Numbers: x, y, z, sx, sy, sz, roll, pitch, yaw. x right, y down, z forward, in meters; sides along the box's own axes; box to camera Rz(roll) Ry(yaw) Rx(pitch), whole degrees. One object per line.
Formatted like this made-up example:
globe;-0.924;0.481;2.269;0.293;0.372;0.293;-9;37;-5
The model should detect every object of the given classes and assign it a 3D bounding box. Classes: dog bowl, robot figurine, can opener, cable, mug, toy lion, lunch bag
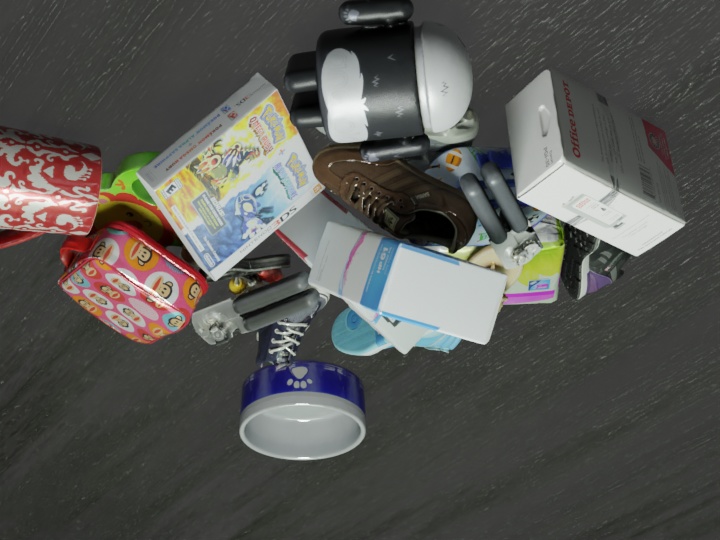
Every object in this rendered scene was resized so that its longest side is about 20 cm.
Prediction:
dog bowl;-0.091;0.222;2.201;0.199;0.079;0.201;-1;148;0
robot figurine;0.021;-0.203;1.499;0.198;0.126;0.150;-5;158;6
can opener;0.158;-0.062;1.587;0.052;0.067;0.200;-30;148;7
cable;-0.144;0.007;1.823;0.096;0.051;0.200;-15;179;9
mug;-0.419;-0.102;1.649;0.199;0.134;0.177;7;162;-21
can opener;-0.138;0.045;1.863;0.199;0.067;0.054;-21;108;28
toy lion;-0.266;-0.080;1.744;0.190;0.069;0.200;10;147;-3
lunch bag;-0.301;0.012;1.760;0.176;0.082;0.200;35;155;-18
lunch bag;0.149;-0.090;1.678;0.199;0.076;0.160;-5;157;-35

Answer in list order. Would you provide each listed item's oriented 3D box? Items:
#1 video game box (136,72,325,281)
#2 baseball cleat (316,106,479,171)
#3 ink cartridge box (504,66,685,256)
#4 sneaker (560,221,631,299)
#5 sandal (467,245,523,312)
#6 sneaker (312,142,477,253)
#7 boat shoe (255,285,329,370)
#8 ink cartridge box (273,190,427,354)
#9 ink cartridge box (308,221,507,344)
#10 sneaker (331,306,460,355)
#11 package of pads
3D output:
video game box;-0.145;-0.105;1.626;0.182;0.047;0.200;-43;147;-10
baseball cleat;0.036;-0.153;1.624;0.198;0.070;0.107;4;147;-8
ink cartridge box;0.268;-0.124;1.606;0.199;0.147;0.083;23;138;-31
sneaker;0.316;-0.046;1.823;0.087;0.076;0.200;-18;150;-12
sandal;0.157;0.046;1.808;0.077;0.070;0.212;7;151;-16
sneaker;0.036;-0.081;1.562;0.199;0.076;0.071;20;129;2
boat shoe;-0.094;0.078;1.922;0.074;0.093;0.200;9;161;-15
ink cartridge box;0.000;0.000;1.783;0.083;0.146;0.200;-48;140;-3
ink cartridge box;0.049;0.010;1.577;0.144;0.085;0.200;16;-179;-26
sneaker;0.065;0.088;2.001;0.199;0.080;0.130;-13;159;38
package of pads;0.167;-0.017;1.845;0.198;0.069;0.155;-3;148;1
